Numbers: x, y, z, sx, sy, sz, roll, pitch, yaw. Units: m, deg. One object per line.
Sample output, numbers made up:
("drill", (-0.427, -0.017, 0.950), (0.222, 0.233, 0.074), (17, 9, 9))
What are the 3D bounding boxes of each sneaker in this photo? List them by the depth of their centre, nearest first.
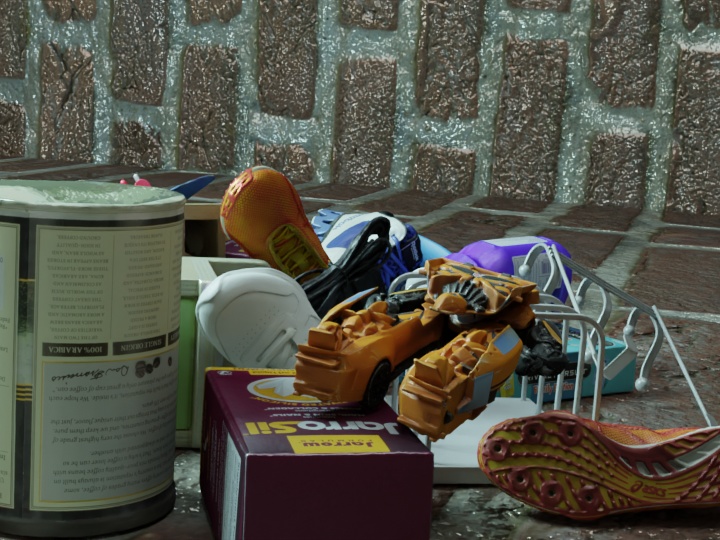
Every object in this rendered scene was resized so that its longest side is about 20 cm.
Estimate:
("sneaker", (0.176, 0.139, 0.929), (0.198, 0.074, 0.077), (6, -14, -6))
("sneaker", (-0.037, 0.068, 0.989), (0.200, 0.075, 0.100), (41, 1, -37))
("sneaker", (-0.058, -0.020, 1.148), (0.077, 0.073, 0.200), (39, -10, 32))
("sneaker", (0.000, 0.000, 1.313), (0.114, 0.081, 0.200), (-11, 36, 22))

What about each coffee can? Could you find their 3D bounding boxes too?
("coffee can", (-0.187, 0.050, 0.863), (0.145, 0.202, 0.146), (4, 9, -1))

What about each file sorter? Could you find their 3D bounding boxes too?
("file sorter", (0.096, 0.077, 1.051), (0.137, 0.126, 0.200), (2, 8, -9))

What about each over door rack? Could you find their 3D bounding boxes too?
("over door rack", (0.222, 0.067, 1.161), (0.147, 0.067, 0.200), (28, 17, -26))

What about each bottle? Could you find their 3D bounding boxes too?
("bottle", (0.123, 0.014, 1.289), (0.065, 0.084, 0.199), (21, 19, 40))

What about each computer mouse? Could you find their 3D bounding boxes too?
("computer mouse", (-0.015, 0.053, 1.144), (0.053, 0.201, 0.138), (40, 67, 19))

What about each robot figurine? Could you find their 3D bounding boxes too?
("robot figurine", (0.049, 0.042, 0.845), (0.144, 0.059, 0.200), (16, 23, 23))

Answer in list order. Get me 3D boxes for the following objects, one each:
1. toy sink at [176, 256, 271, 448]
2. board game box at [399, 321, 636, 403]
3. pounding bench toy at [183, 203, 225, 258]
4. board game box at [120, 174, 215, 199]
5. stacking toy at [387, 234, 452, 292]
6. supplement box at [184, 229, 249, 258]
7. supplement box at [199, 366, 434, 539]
("toy sink", (-0.160, 0.061, 1.039), (0.198, 0.132, 0.112), (3, 9, -12))
("board game box", (0.137, 0.083, 1.276), (0.198, 0.048, 0.150), (-3, 11, -35))
("pounding bench toy", (-0.217, 0.022, 1.153), (0.199, 0.158, 0.124), (-3, 4, -43))
("board game box", (-0.239, -0.061, 1.345), (0.199, 0.039, 0.158), (-29, 0, 43))
("stacking toy", (0.125, 0.045, 1.415), (0.198, 0.117, 0.110), (15, 10, -32))
("supplement box", (-0.147, 0.019, 1.397), (0.198, 0.104, 0.131), (6, 9, 13))
("supplement box", (-0.034, 0.123, 0.824), (0.109, 0.087, 0.200), (2, 9, -13))
